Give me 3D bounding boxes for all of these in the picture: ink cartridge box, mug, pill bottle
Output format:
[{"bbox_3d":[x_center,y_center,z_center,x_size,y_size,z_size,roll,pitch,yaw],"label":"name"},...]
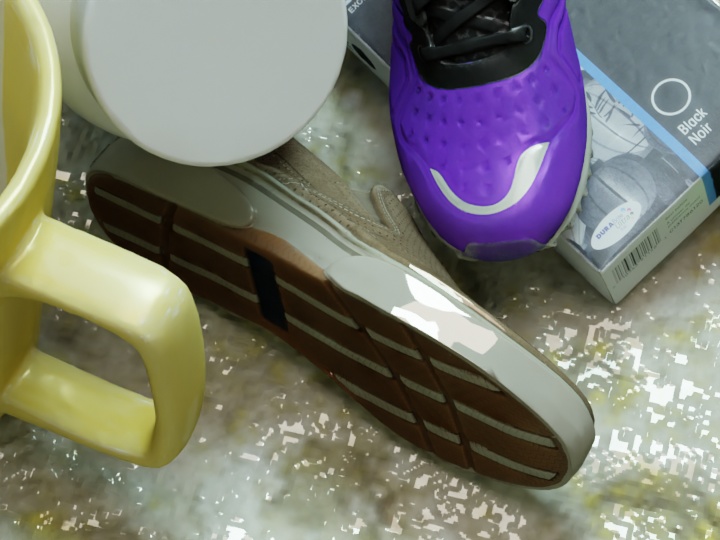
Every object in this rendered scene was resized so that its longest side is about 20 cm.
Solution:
[{"bbox_3d":[0.057,-0.090,0.863,0.099,0.039,0.200,-44,65,-3],"label":"ink cartridge box"},{"bbox_3d":[-0.153,0.004,0.744,0.149,0.154,0.187,-26,61,-18],"label":"mug"},{"bbox_3d":[-0.068,-0.107,0.798,0.108,0.110,0.200,-14,25,-10],"label":"pill bottle"}]

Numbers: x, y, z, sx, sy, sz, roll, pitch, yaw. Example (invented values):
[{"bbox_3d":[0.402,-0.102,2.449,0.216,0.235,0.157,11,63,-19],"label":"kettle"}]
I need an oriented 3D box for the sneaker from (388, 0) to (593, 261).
[{"bbox_3d":[0.032,-0.106,0.799,0.069,0.100,0.202,-7,69,15],"label":"sneaker"}]

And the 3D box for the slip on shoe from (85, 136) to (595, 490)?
[{"bbox_3d":[0.000,0.000,0.801,0.199,0.076,0.061,28,59,26],"label":"slip on shoe"}]
